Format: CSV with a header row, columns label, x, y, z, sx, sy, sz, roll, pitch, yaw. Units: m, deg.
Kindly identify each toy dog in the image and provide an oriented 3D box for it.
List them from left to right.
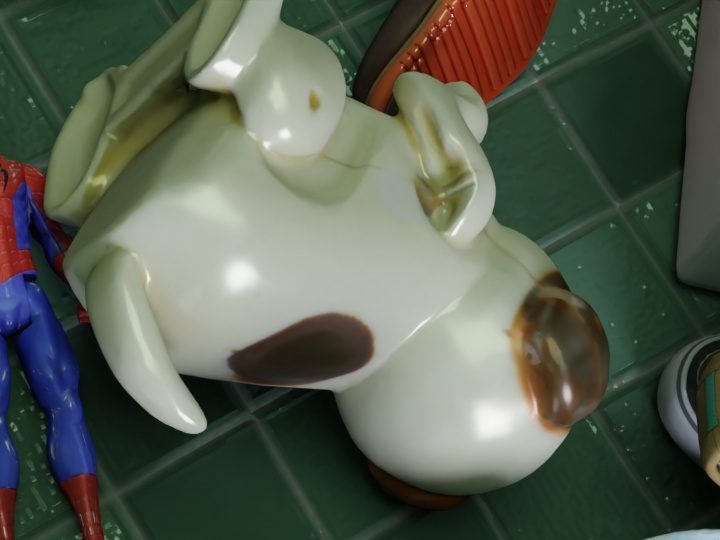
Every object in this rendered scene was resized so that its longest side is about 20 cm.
label,x,y,z,sx,sy,sz,roll,pitch,yaw
toy dog,0.000,0.000,0.916,0.199,0.140,0.195,34,31,-22

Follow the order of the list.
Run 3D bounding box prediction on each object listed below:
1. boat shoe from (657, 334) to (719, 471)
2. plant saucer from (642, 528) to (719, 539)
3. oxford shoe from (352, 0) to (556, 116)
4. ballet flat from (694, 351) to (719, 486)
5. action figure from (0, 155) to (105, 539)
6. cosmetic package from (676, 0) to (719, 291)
label,x,y,z,sx,sy,sz,roll,pitch,yaw
boat shoe,0.217,0.069,1.002,0.199,0.057,0.069,21,64,-7
plant saucer,0.136,0.198,0.937,0.199,0.039,0.203,5,67,-13
oxford shoe,0.046,-0.134,1.044,0.072,0.071,0.200,24,63,27
ballet flat,0.206,0.103,0.949,0.199,0.069,0.063,32,37,-7
action figure,-0.129,0.021,0.932,0.065,0.052,0.201,-11,69,-15
cosmetic package,0.238,-0.086,0.992,0.164,0.200,0.166,14,64,-9
